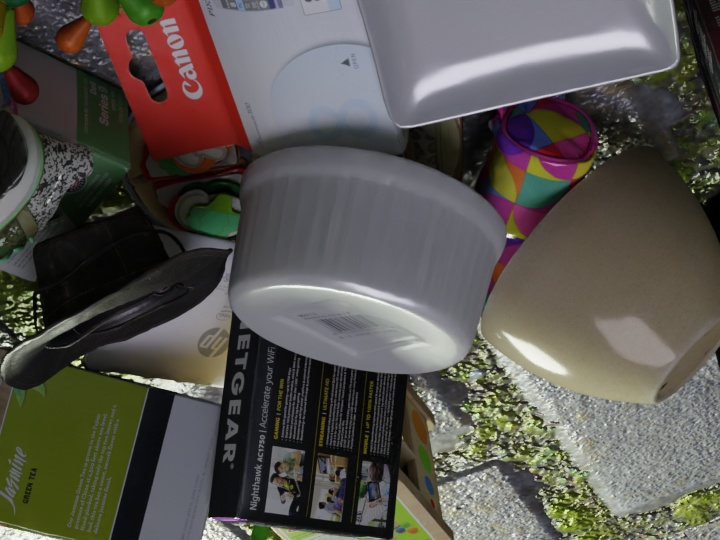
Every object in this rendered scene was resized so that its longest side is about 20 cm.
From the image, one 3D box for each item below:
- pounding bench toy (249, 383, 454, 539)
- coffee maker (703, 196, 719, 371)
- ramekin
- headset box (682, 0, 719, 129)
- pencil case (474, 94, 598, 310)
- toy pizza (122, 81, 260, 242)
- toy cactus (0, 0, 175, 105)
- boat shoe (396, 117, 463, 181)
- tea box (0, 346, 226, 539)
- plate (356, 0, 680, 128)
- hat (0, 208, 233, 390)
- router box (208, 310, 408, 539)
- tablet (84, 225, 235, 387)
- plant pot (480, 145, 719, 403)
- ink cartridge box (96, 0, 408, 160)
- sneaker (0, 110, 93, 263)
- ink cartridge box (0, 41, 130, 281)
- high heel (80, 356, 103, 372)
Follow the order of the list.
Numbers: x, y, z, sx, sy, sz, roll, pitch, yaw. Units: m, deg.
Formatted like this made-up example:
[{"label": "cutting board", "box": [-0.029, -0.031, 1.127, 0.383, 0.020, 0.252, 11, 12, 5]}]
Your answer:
[{"label": "pounding bench toy", "box": [-0.037, 0.185, 1.378, 0.199, 0.157, 0.124, -22, 137, 15]}, {"label": "coffee maker", "box": [0.333, 0.050, 1.244, 0.134, 0.201, 0.192, 17, 134, -25]}, {"label": "ramekin", "box": [0.000, 0.000, 1.094, 0.199, 0.099, 0.201, 11, 160, 4]}, {"label": "headset box", "box": [0.276, -0.129, 1.030, 0.074, 0.201, 0.149, -16, 138, 11]}, {"label": "pencil case", "box": [0.122, -0.051, 1.187, 0.088, 0.089, 0.201, 2, 138, -11]}, {"label": "toy pizza", "box": [-0.085, -0.081, 1.161, 0.198, 0.032, 0.201, -4, 139, -4]}, {"label": "toy cactus", "box": [-0.190, -0.207, 0.953, 0.199, 0.103, 0.165, -34, 117, 22]}, {"label": "boat shoe", "box": [0.046, -0.070, 1.170, 0.062, 0.074, 0.201, 1, 133, 1]}, {"label": "tea box", "box": [-0.228, 0.154, 1.247, 0.195, 0.135, 0.200, 17, 169, -12]}, {"label": "plate", "box": [0.095, -0.189, 0.958, 0.198, 0.032, 0.200, -13, 137, 7]}, {"label": "hat", "box": [-0.187, 0.005, 1.077, 0.200, 0.081, 0.201, -30, 173, -4]}, {"label": "router box", "box": [-0.035, 0.105, 1.206, 0.148, 0.202, 0.051, 14, 166, -34]}, {"label": "tablet", "box": [-0.113, 0.037, 1.229, 0.199, 0.014, 0.131, 11, 112, -32]}, {"label": "plant pot", "box": [0.209, 0.024, 1.176, 0.200, 0.134, 0.201, -38, 158, -19]}, {"label": "ink cartridge box", "box": [-0.080, -0.142, 1.042, 0.198, 0.047, 0.161, -9, 129, 13]}, {"label": "sneaker", "box": [-0.247, -0.028, 1.046, 0.088, 0.077, 0.200, 5, 145, -42]}, {"label": "ink cartridge box", "box": [-0.284, -0.095, 1.074, 0.199, 0.088, 0.145, 22, 131, -33]}, {"label": "high heel", "box": [-0.126, 0.078, 1.304, 0.199, 0.072, 0.143, -22, 132, 3]}]
